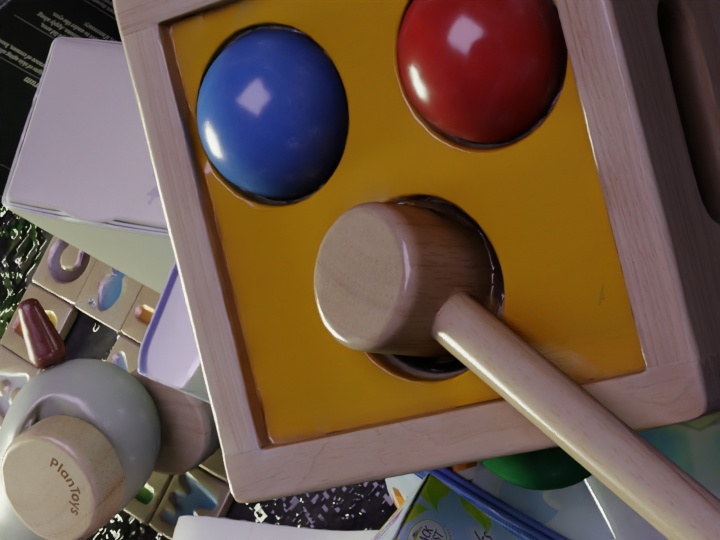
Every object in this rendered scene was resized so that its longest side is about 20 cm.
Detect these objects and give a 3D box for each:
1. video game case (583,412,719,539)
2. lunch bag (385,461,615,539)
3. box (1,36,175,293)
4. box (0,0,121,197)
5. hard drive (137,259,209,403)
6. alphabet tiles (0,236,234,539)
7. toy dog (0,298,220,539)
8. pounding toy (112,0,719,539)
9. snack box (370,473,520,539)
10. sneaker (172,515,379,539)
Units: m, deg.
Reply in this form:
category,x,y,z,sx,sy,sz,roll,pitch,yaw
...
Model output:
category,x,y,z,sx,sy,sz,roll,pitch,yaw
video game case,0.165,0.053,0.632,0.200,0.022,0.183,-40,60,24
lunch bag,0.107,0.061,0.758,0.200,0.076,0.160,29,59,35
box,-0.044,-0.019,0.854,0.082,0.200,0.069,10,78,27
box,-0.097,-0.090,0.912,0.141,0.200,0.079,-37,56,17
hard drive,0.000,0.000,0.819,0.025,0.200,0.132,19,84,29
alphabet tiles,-0.081,0.005,0.998,0.167,0.008,0.200,26,89,39
toy dog,-0.156,0.083,0.949,0.200,0.132,0.096,-34,87,15
pounding toy,0.039,-0.008,0.620,0.184,0.142,0.200,-14,89,33
snack box,0.049,0.188,0.704,0.200,0.068,0.169,36,122,-3
sneaker,-0.001,0.152,0.845,0.200,0.075,0.105,-1,70,41
